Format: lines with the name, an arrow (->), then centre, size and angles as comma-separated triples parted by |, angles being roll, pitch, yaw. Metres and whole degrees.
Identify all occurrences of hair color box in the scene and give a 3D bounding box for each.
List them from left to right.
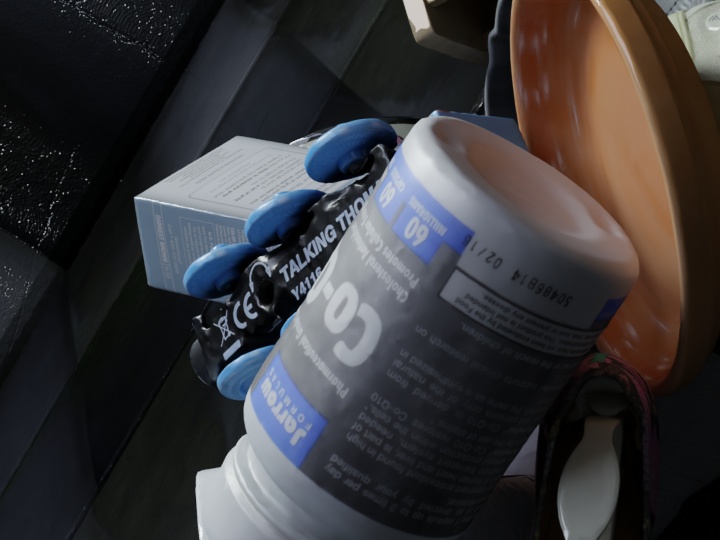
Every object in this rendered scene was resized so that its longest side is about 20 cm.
hair color box -> -0.018, -0.019, 1.123 | 0.199, 0.061, 0.099 | 11, 31, 34

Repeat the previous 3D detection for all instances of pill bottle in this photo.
pill bottle -> 0.020, 0.047, 0.854 | 0.201, 0.113, 0.114 | -57, 15, 19

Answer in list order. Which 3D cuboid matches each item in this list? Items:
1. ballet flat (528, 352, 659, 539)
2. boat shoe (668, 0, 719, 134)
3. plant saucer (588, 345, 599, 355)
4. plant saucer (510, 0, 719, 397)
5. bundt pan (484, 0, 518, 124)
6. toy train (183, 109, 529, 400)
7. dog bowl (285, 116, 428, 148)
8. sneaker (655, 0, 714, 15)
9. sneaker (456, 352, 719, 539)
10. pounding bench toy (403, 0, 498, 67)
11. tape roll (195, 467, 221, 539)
ballet flat -> 0.095, 0.134, 0.846 | 0.071, 0.068, 0.202 | 27, -115, -74
boat shoe -> 0.180, -0.072, 0.896 | 0.066, 0.074, 0.201 | -29, 33, 14
plant saucer -> 0.086, 0.107, 1.111 | 0.201, 0.038, 0.202 | -53, 18, 25
plant saucer -> 0.117, -0.045, 0.884 | 0.200, 0.037, 0.202 | 164, 90, -80
bundt pan -> 0.130, -0.061, 1.072 | 0.202, 0.075, 0.204 | 172, 90, -77
toy train -> 0.000, 0.000, 0.973 | 0.200, 0.114, 0.087 | -42, 58, 38
dog bowl -> 0.016, -0.007, 1.274 | 0.200, 0.199, 0.074 | -46, 41, 42
sneaker -> 0.210, -0.133, 1.128 | 0.074, 0.117, 0.201 | 49, 145, 31
sneaker -> 0.089, 0.111, 0.960 | 0.199, 0.075, 0.115 | -38, 6, -14
pounding bench toy -> 0.099, -0.243, 1.166 | 0.155, 0.124, 0.202 | -27, 69, 30
tape roll -> -0.038, 0.199, 1.049 | 0.202, 0.070, 0.205 | 171, 90, -87
